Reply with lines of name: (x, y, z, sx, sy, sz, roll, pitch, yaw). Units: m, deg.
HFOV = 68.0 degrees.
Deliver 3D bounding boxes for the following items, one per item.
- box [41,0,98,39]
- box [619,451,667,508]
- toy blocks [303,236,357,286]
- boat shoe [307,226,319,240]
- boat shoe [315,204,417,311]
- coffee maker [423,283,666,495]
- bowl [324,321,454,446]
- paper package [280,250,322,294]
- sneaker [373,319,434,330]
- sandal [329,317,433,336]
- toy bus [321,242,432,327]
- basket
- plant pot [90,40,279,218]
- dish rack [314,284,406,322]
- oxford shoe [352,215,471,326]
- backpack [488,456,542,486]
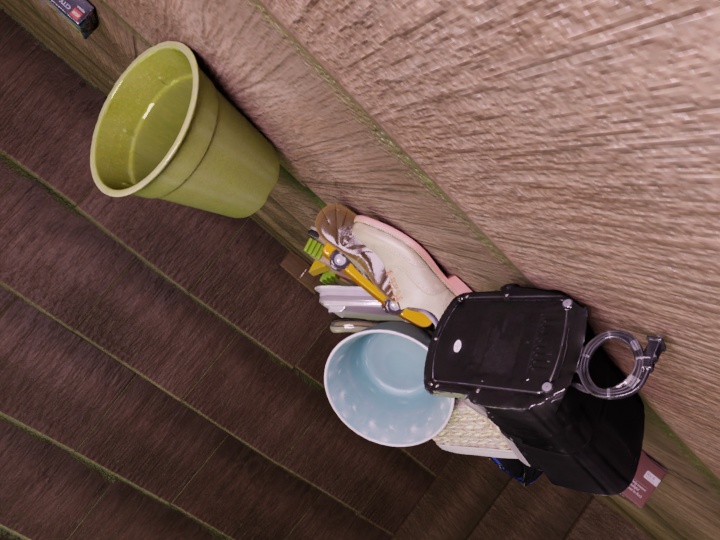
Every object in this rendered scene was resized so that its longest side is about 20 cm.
box: (-0.512, -0.464, 0.837, 0.200, 0.038, 0.136, 42, 174, -26)
box: (0.398, 0.309, 0.881, 0.100, 0.075, 0.200, 38, 172, 10)
toy blocks: (0.000, 0.000, 0.987, 0.136, 0.100, 0.200, 25, 172, 25)
boat shoe: (-0.041, -0.019, 1.162, 0.200, 0.068, 0.072, 41, 176, -6)
boat shoe: (0.025, -0.021, 0.756, 0.200, 0.073, 0.065, 43, -175, 2)
coffee maker: (0.182, 0.120, 0.484, 0.200, 0.135, 0.192, 42, 173, -34)
bowl: (0.054, 0.161, 0.837, 0.200, 0.201, 0.105, 39, -153, 2)
paper package: (-0.308, 0.010, 2.876, 0.190, 0.104, 0.200, 37, 175, 37)
sneaker: (0.116, 0.144, 1.025, 0.199, 0.078, 0.100, 4, 122, 30)
sandal: (0.046, 0.116, 0.921, 0.199, 0.058, 0.080, 4, 176, 8)
toy bus: (0.035, 0.009, 0.827, 0.200, 0.078, 0.065, 39, 175, -1)
basket: (0.191, 0.214, 0.886, 0.123, 0.136, 0.200, 48, 147, -16)
plant pot: (-0.212, -0.159, 0.710, 0.200, 0.201, 0.190, 35, -174, 36)
dish rack: (0.028, 0.067, 0.960, 0.198, 0.044, 0.172, 0, 164, 14)
oxford shoe: (0.060, 0.008, 0.681, 0.200, 0.074, 0.071, 39, 174, 2)
backpack: (0.315, 0.334, 1.151, 0.200, 0.163, 0.168, 41, 177, -26)
